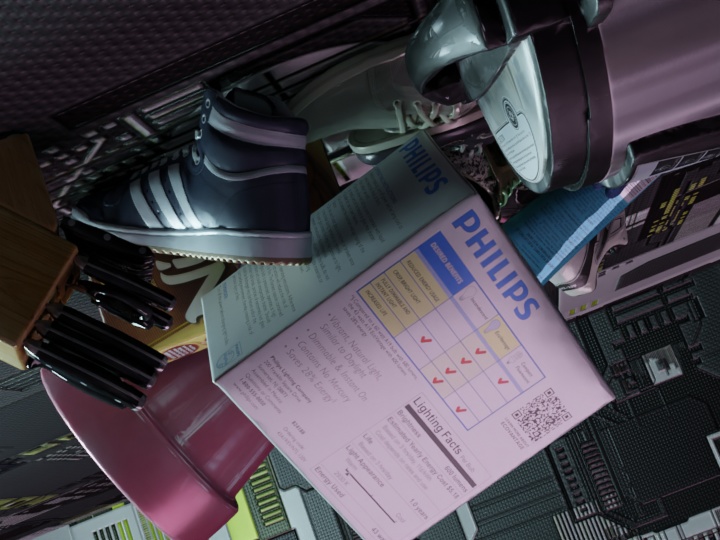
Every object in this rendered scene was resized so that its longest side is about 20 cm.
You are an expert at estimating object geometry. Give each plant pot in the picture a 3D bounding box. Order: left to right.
[{"bbox_3d":[-0.136,0.100,0.924,0.179,0.200,0.200,-40,169,-7],"label":"plant pot"}]

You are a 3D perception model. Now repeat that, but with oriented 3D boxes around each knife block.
[{"bbox_3d":[-0.213,0.020,0.636,0.199,0.177,0.064,-17,166,-18],"label":"knife block"}]

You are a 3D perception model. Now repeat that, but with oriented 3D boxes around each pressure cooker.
[{"bbox_3d":[0.116,-0.134,0.541,0.199,0.179,0.177,-20,137,-3],"label":"pressure cooker"}]

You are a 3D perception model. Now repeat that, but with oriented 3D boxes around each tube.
[{"bbox_3d":[0.177,-0.046,0.941,0.200,0.077,0.050,-42,-170,13],"label":"tube"}]

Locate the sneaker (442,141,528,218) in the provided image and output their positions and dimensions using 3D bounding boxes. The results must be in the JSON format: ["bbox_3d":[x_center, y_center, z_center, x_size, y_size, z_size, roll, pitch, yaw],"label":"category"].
[{"bbox_3d":[0.098,-0.075,0.907,0.077,0.089,0.199,-26,158,36],"label":"sneaker"}]

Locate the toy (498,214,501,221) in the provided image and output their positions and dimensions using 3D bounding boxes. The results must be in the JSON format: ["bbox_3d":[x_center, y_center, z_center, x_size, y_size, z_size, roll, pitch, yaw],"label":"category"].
[{"bbox_3d":[0.056,-0.016,1.058,0.047,0.116,0.199,24,138,-36],"label":"toy"}]

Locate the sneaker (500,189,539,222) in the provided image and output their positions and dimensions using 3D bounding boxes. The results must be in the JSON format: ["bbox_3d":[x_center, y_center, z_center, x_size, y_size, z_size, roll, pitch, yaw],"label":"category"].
[{"bbox_3d":[0.170,-0.113,0.997,0.095,0.080,0.199,22,139,-40],"label":"sneaker"}]

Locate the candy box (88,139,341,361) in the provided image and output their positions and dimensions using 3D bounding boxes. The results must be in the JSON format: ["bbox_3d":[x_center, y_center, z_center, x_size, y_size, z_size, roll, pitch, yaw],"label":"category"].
[{"bbox_3d":[-0.102,-0.012,0.826,0.199,0.117,0.056,-21,167,0],"label":"candy box"}]

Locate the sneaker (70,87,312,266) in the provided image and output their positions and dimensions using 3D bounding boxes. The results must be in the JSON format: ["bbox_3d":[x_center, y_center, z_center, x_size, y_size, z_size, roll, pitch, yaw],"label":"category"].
[{"bbox_3d":[-0.112,-0.066,0.726,0.199,0.110,0.070,8,-172,34],"label":"sneaker"}]

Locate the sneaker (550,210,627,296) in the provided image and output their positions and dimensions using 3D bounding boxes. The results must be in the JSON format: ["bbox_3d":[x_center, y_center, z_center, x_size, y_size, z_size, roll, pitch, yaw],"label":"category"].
[{"bbox_3d":[0.228,-0.060,1.072,0.200,0.088,0.075,-53,-159,-26],"label":"sneaker"}]

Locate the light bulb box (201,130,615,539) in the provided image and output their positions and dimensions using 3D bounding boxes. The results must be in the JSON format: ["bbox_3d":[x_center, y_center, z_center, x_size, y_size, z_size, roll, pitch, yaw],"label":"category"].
[{"bbox_3d":[0.030,0.051,0.752,0.199,0.199,0.125,-36,-152,6],"label":"light bulb box"}]

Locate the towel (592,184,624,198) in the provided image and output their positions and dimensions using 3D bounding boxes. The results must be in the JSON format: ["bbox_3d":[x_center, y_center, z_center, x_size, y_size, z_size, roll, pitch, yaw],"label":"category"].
[{"bbox_3d":[0.248,-0.145,0.844,0.200,0.049,0.112,-43,167,-5],"label":"towel"}]

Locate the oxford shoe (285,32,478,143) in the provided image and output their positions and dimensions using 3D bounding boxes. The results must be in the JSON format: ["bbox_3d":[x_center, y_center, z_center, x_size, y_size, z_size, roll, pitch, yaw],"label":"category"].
[{"bbox_3d":[0.039,-0.121,0.735,0.199,0.058,0.075,-20,170,4],"label":"oxford shoe"}]

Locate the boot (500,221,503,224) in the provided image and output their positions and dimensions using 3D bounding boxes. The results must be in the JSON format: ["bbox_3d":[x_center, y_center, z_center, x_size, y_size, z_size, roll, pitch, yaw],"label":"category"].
[{"bbox_3d":[0.073,-0.018,1.144,0.069,0.200,0.174,37,97,-32],"label":"boot"}]

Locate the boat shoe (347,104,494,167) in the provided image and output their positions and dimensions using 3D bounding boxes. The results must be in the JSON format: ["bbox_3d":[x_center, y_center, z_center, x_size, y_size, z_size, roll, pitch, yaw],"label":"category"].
[{"bbox_3d":[0.089,-0.107,0.802,0.199,0.063,0.073,-22,-147,-11],"label":"boat shoe"}]
